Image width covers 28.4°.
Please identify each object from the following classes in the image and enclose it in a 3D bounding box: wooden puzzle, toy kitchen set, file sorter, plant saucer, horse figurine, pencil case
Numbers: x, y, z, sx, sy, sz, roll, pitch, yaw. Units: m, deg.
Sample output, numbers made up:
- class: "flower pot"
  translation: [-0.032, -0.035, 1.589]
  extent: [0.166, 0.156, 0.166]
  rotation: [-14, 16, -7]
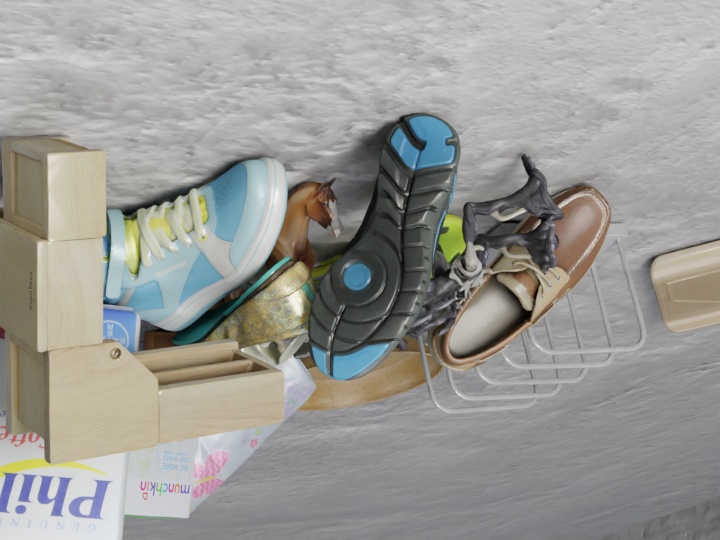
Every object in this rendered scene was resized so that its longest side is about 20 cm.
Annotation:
- class: "wooden puzzle"
  translation: [0.403, 0.002, 1.505]
  extent: [0.185, 0.037, 0.200]
  rotation: [-15, 156, 11]
- class: "toy kitchen set"
  translation: [-0.170, 0.003, 0.991]
  extent: [0.180, 0.200, 0.163]
  rotation: [-6, -165, -34]
- class: "file sorter"
  translation: [0.155, 0.050, 1.355]
  extent: [0.139, 0.125, 0.200]
  rotation: [0, 159, -27]
- class: "plant saucer"
  translation: [-0.008, 0.107, 1.557]
  extent: [0.200, 0.035, 0.200]
  rotation: [-11, 161, -4]
- class: "horse figurine"
  translation: [-0.072, 0.009, 1.147]
  extent: [0.050, 0.133, 0.200]
  rotation: [-15, 180, -32]
- class: "pencil case"
  translation: [-0.136, 0.148, 1.395]
  extent: [0.200, 0.083, 0.091]
  rotation: [-46, 128, -14]

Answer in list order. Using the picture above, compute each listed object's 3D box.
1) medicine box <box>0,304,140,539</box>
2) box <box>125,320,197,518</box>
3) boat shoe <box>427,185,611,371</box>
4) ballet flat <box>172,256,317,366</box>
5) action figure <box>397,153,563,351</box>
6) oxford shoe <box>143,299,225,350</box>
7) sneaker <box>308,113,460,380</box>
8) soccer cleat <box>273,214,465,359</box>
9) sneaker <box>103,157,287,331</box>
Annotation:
- class: "medicine box"
  translation: [-0.266, 0.126, 1.049]
  extent: [0.182, 0.200, 0.103]
  rotation: [7, 163, -18]
- class: "box"
  translation: [-0.237, 0.121, 1.227]
  extent: [0.097, 0.177, 0.200]
  rotation: [-1, 168, 34]
- class: "boat shoe"
  translation: [0.139, 0.011, 1.198]
  extent: [0.200, 0.076, 0.072]
  rotation: [-49, -178, 2]
- class: "ballet flat"
  translation: [-0.086, 0.049, 1.094]
  extent: [0.071, 0.071, 0.200]
  rotation: [0, 162, -31]
- class: "action figure"
  translation: [0.060, -0.010, 1.132]
  extent: [0.200, 0.102, 0.119]
  rotation: [-27, 137, -4]
- class: "oxford shoe"
  translation: [-0.114, 0.049, 1.265]
  extent: [0.071, 0.071, 0.200]
  rotation: [-5, -167, 37]
- class: "sneaker"
  translation: [0.026, -0.010, 1.030]
  extent: [0.073, 0.200, 0.082]
  rotation: [23, 171, 11]
- class: "soccer cleat"
  translation: [-0.001, 0.000, 1.234]
  extent: [0.200, 0.084, 0.065]
  rotation: [-31, 125, 8]
- class: "sneaker"
  translation: [-0.149, -0.025, 1.047]
  extent: [0.130, 0.080, 0.200]
  rotation: [14, 139, -33]
